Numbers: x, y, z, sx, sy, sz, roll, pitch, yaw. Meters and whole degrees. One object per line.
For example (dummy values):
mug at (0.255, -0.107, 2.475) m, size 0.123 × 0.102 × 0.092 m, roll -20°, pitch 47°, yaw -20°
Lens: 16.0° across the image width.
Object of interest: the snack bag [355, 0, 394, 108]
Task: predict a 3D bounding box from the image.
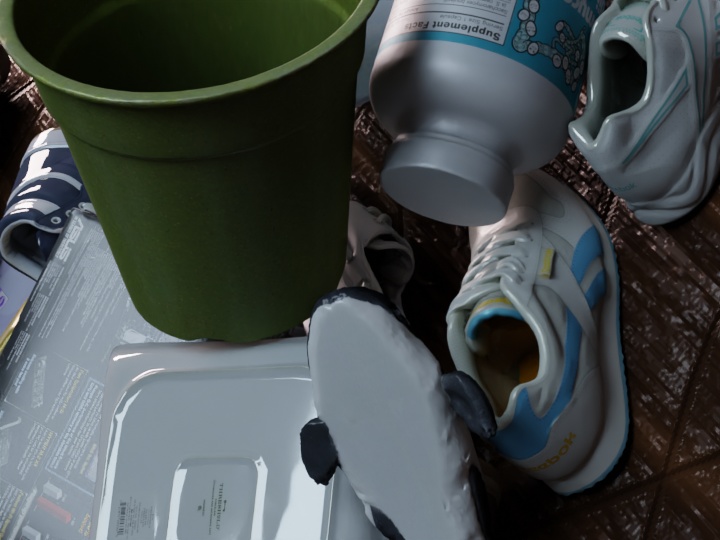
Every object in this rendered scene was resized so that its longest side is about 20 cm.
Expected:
snack bag at (0.029, -0.185, 1.482) m, size 0.199 × 0.021 × 0.189 m, roll -24°, pitch 49°, yaw -10°

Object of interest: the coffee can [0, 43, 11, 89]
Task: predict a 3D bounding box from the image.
coffee can at (-0.342, -0.077, 1.785) m, size 0.146 × 0.146 × 0.201 m, roll -5°, pitch 62°, yaw 44°

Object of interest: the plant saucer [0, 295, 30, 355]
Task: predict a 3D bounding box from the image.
plant saucer at (-0.189, 0.131, 1.516) m, size 0.200 × 0.048 × 0.201 m, roll 37°, pitch 93°, yaw 29°

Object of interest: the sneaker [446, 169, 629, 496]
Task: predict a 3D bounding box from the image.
sneaker at (0.087, 0.016, 1.334) m, size 0.076 × 0.081 × 0.201 m, roll -35°, pitch 43°, yaw 27°

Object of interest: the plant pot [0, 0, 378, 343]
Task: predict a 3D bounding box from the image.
plant pot at (-0.077, -0.069, 1.349) m, size 0.198 × 0.191 × 0.201 m, roll -5°, pitch 37°, yaw 4°

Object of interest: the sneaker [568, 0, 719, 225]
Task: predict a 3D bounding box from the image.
sneaker at (0.167, -0.129, 1.348) m, size 0.070 × 0.080 × 0.201 m, roll -4°, pitch 61°, yaw 46°

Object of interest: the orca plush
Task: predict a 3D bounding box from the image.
orca plush at (0.043, 0.090, 1.277) m, size 0.105 × 0.200 × 0.071 m, roll -40°, pitch 2°, yaw 28°

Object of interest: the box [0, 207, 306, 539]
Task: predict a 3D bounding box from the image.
box at (-0.140, 0.085, 1.448) m, size 0.157 × 0.050 × 0.201 m, roll 25°, pitch 87°, yaw 29°

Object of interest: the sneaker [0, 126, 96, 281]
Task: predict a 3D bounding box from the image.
sneaker at (-0.128, -0.037, 1.546) m, size 0.199 × 0.070 × 0.109 m, roll -2°, pitch 38°, yaw 21°

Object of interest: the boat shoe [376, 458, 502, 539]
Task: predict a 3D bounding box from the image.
boat shoe at (-0.012, 0.155, 1.355) m, size 0.199 × 0.072 × 0.065 m, roll -22°, pitch 46°, yaw 28°

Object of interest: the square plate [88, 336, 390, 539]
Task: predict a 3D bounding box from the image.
square plate at (-0.071, 0.130, 1.345) m, size 0.197 × 0.028 × 0.202 m, roll -4°, pitch 72°, yaw 32°

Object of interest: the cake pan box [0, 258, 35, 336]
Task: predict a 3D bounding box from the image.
cake pan box at (-0.208, 0.058, 1.635) m, size 0.201 × 0.052 × 0.184 m, roll -54°, pitch 38°, yaw 4°

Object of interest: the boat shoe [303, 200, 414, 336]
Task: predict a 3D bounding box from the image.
boat shoe at (0.000, 0.000, 1.453) m, size 0.065 × 0.074 × 0.201 m, roll -25°, pitch 51°, yaw 12°

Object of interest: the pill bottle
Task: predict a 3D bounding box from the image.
pill bottle at (0.070, -0.128, 1.359) m, size 0.110 × 0.111 × 0.201 m, roll -3°, pitch 63°, yaw 45°
